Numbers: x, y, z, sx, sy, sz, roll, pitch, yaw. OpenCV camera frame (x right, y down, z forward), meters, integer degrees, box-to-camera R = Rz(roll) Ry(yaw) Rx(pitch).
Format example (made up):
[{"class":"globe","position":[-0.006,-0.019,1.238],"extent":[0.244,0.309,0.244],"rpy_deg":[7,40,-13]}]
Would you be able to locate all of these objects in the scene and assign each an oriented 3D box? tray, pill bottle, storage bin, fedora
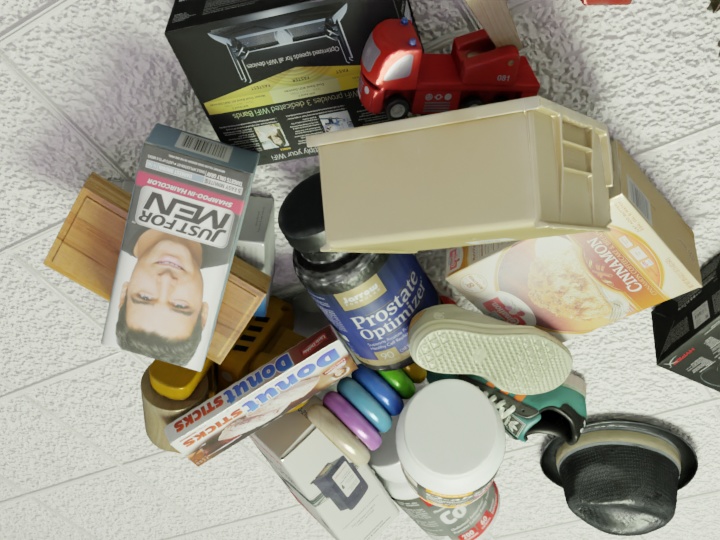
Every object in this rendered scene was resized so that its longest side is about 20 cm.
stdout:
[{"class":"tray","position":[-0.196,0.001,1.005],"extent":[0.198,0.037,0.099],"rpy_deg":[30,118,-13]},{"class":"pill bottle","position":[0.086,0.254,1.300],"extent":[0.112,0.115,0.200],"rpy_deg":[-18,133,26]},{"class":"storage bin","position":[0.092,-0.070,0.862],"extent":[0.197,0.096,0.198],"rpy_deg":[-6,178,29]},{"class":"pill bottle","position":[0.000,0.000,1.031],"extent":[0.110,0.113,0.201],"rpy_deg":[-14,135,22]},{"class":"pill bottle","position":[0.094,0.183,1.095],"extent":[0.114,0.119,0.200],"rpy_deg":[2,162,5]},{"class":"fedora","position":[0.325,0.270,1.298],"extent":[0.196,0.093,0.203],"rpy_deg":[4,138,4]}]

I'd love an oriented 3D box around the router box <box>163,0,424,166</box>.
[{"class":"router box","position":[-0.045,-0.174,0.887],"extent":[0.196,0.053,0.158],"rpy_deg":[-7,137,16]}]

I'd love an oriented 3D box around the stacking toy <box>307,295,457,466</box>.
[{"class":"stacking toy","position":[0.036,0.109,1.115],"extent":[0.085,0.200,0.085],"rpy_deg":[41,171,8]}]

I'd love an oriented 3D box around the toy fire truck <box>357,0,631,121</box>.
[{"class":"toy fire truck","position":[0.101,-0.188,0.805],"extent":[0.196,0.049,0.143],"rpy_deg":[-1,133,-14]}]

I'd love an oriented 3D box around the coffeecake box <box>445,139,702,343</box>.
[{"class":"coffeecake box","position":[0.205,-0.015,1.013],"extent":[0.198,0.074,0.153],"rpy_deg":[-27,129,33]}]

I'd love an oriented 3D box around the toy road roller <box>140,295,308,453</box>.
[{"class":"toy road roller","position":[-0.131,0.112,1.113],"extent":[0.144,0.201,0.124],"rpy_deg":[24,141,14]}]

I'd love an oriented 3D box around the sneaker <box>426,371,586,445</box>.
[{"class":"sneaker","position":[0.169,0.148,1.193],"extent":[0.196,0.081,0.072],"rpy_deg":[12,141,-4]}]

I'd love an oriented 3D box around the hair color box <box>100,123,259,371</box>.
[{"class":"hair color box","position":[-0.164,-0.019,0.938],"extent":[0.097,0.061,0.203],"rpy_deg":[15,114,-6]}]

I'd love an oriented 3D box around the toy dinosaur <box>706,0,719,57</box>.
[{"class":"toy dinosaur","position":[0.339,-0.199,0.803],"extent":[0.101,0.078,0.201],"rpy_deg":[13,135,-24]}]

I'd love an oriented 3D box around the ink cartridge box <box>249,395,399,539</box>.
[{"class":"ink cartridge box","position":[-0.057,0.226,1.244],"extent":[0.144,0.084,0.201],"rpy_deg":[30,156,51]}]

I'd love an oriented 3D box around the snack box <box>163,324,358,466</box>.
[{"class":"snack box","position":[-0.100,0.129,1.058],"extent":[0.198,0.024,0.072],"rpy_deg":[-32,146,0]}]

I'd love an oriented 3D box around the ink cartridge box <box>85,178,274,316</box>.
[{"class":"ink cartridge box","position":[-0.189,-0.023,1.066],"extent":[0.196,0.067,0.117],"rpy_deg":[6,138,2]}]

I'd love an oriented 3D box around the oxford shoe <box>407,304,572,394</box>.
[{"class":"oxford shoe","position":[0.130,0.076,1.035],"extent":[0.197,0.058,0.076],"rpy_deg":[13,112,-27]}]

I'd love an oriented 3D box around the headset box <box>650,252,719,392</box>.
[{"class":"headset box","position":[0.426,0.066,1.068],"extent":[0.197,0.078,0.149],"rpy_deg":[21,138,-16]}]
